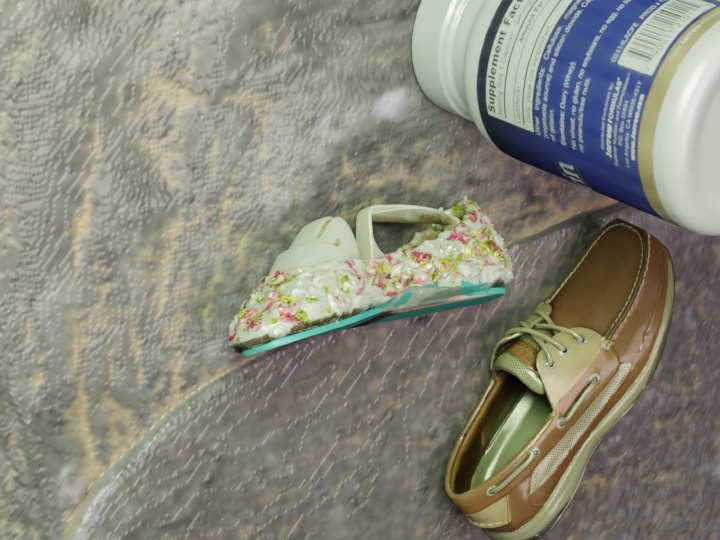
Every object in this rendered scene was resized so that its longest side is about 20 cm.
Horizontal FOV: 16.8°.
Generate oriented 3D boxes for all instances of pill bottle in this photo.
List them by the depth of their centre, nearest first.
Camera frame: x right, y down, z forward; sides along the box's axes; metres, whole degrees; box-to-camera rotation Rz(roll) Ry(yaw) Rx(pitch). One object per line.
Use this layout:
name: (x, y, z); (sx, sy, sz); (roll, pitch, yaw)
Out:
pill bottle: (0.126, -0.101, 1.253); (0.115, 0.200, 0.116); (-20, 122, -36)

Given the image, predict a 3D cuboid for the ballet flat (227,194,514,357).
ballet flat: (0.000, 0.000, 1.283); (0.200, 0.075, 0.064); (-12, 85, -47)

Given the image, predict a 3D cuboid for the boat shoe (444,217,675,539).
boat shoe: (0.114, 0.062, 1.410); (0.074, 0.076, 0.201); (29, 86, -45)
